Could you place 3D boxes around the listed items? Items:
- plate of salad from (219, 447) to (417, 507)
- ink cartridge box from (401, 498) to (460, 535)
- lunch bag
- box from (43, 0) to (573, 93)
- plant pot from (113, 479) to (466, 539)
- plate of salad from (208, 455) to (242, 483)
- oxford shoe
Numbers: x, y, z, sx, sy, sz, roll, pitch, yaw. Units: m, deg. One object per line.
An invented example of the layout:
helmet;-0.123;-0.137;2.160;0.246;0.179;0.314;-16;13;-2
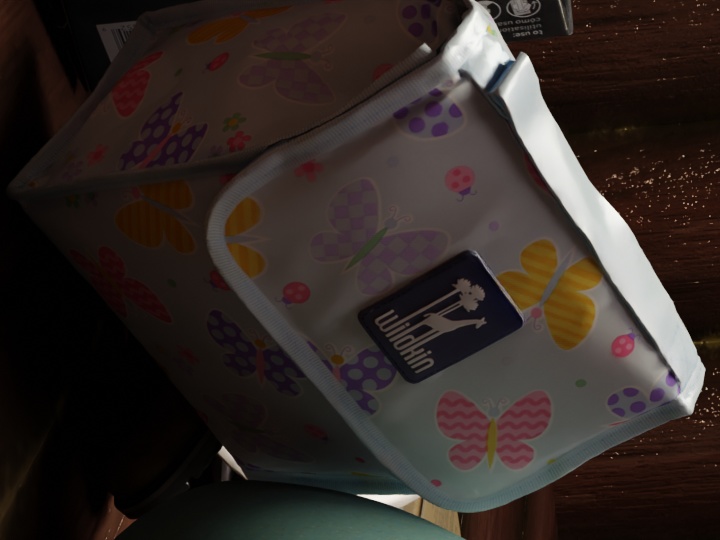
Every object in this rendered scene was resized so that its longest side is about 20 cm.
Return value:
plate of salad;-0.008;0.010;1.022;0.200;0.048;0.201;12;70;-35
ink cartridge box;0.018;0.191;1.386;0.200;0.075;0.165;-76;158;-64
lunch bag;0.003;-0.008;0.789;0.170;0.200;0.127;54;52;-30
box;-0.025;-0.160;0.874;0.132;0.199;0.115;73;14;-57
plant pot;-0.032;0.153;0.795;0.135;0.200;0.200;46;-15;32
plate of salad;-0.039;0.136;1.128;0.200;0.048;0.201;-6;90;-81
oxford shoe;-0.078;0.003;0.915;0.084;0.073;0.201;30;59;-30
